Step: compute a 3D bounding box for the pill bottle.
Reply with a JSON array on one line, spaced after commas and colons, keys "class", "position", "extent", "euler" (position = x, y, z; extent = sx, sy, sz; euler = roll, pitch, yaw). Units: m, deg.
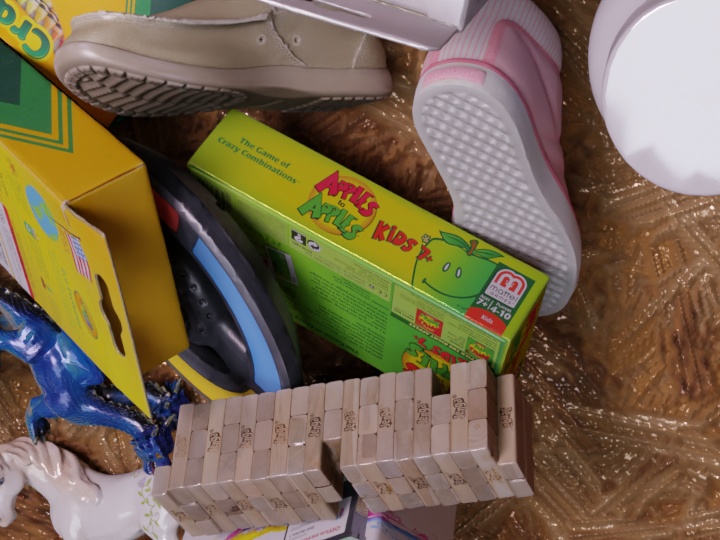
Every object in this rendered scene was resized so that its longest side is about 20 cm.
[{"class": "pill bottle", "position": [0.161, -0.107, 0.647], "extent": [0.107, 0.200, 0.110], "euler": [7, 115, 14]}]

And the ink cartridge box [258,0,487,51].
[{"class": "ink cartridge box", "position": [0.013, -0.171, 0.665], "extent": [0.114, 0.200, 0.069], "euler": [18, 117, 8]}]

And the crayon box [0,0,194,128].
[{"class": "crayon box", "position": [-0.175, -0.192, 0.794], "extent": [0.199, 0.058, 0.119], "euler": [40, 118, -3]}]

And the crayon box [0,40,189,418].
[{"class": "crayon box", "position": [-0.156, -0.026, 0.768], "extent": [0.200, 0.050, 0.128], "euler": [39, 148, 39]}]

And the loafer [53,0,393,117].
[{"class": "loafer", "position": [-0.070, -0.119, 0.740], "extent": [0.075, 0.198, 0.069], "euler": [-10, 85, 48]}]

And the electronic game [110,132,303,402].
[{"class": "electronic game", "position": [-0.103, 0.008, 0.816], "extent": [0.199, 0.041, 0.201], "euler": [40, 154, 24]}]

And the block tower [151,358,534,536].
[{"class": "block tower", "position": [-0.010, 0.095, 0.758], "extent": [0.197, 0.058, 0.054], "euler": [-11, 140, 18]}]

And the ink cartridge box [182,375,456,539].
[{"class": "ink cartridge box", "position": [-0.028, 0.170, 0.818], "extent": [0.143, 0.201, 0.084], "euler": [-20, 123, 24]}]

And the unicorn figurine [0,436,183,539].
[{"class": "unicorn figurine", "position": [-0.169, 0.168, 0.948], "extent": [0.197, 0.074, 0.139], "euler": [-14, 99, 7]}]

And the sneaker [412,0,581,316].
[{"class": "sneaker", "position": [0.082, -0.067, 0.769], "extent": [0.074, 0.106, 0.201], "euler": [0, 142, 20]}]

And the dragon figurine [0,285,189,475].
[{"class": "dragon figurine", "position": [-0.184, 0.046, 0.899], "extent": [0.099, 0.059, 0.202], "euler": [-24, 104, 24]}]

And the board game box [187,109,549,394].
[{"class": "board game box", "position": [0.000, 0.000, 0.787], "extent": [0.198, 0.048, 0.102], "euler": [29, 150, 14]}]
